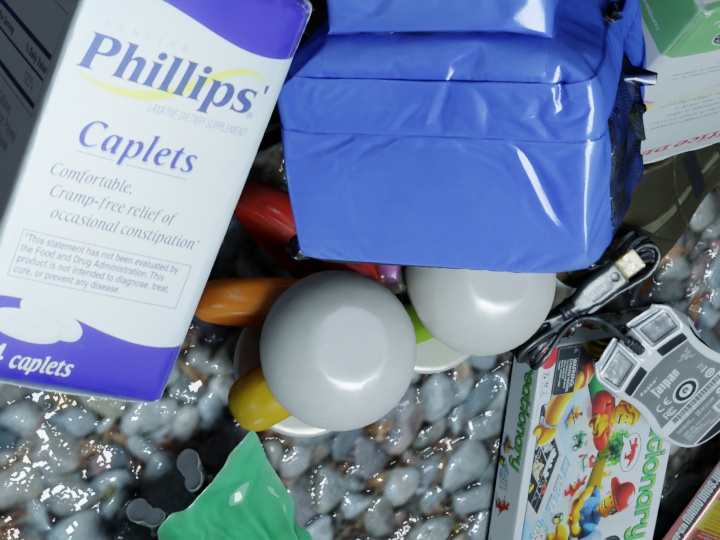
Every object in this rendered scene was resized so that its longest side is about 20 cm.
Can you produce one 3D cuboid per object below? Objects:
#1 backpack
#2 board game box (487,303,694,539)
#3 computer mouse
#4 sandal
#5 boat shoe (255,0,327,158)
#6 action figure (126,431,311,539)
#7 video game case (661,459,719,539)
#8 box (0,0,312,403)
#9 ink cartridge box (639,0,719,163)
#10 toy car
[{"bbox_3d":[0.064,-0.106,0.764,0.161,0.200,0.169,8,119,15],"label":"backpack"},{"bbox_3d":[0.155,0.126,1.102,0.125,0.035,0.201,-8,118,-27],"label":"board game box"},{"bbox_3d":[0.180,0.053,1.025,0.110,0.044,0.200,-46,133,6],"label":"computer mouse"},{"bbox_3d":[0.182,-0.063,1.015,0.200,0.054,0.082,-47,135,-19],"label":"sandal"},{"bbox_3d":[-0.029,-0.107,0.862,0.200,0.063,0.074,-24,122,-22],"label":"boat shoe"},{"bbox_3d":[-0.068,0.187,0.996,0.118,0.055,0.200,-42,134,-6],"label":"action figure"},{"bbox_3d":[0.276,0.192,1.194,0.201,0.017,0.143,-56,142,5],"label":"video game case"},{"bbox_3d":[-0.131,-0.072,0.745,0.104,0.184,0.201,13,108,-32],"label":"box"},{"bbox_3d":[0.189,-0.138,0.889,0.144,0.088,0.200,-16,161,-21],"label":"ink cartridge box"},{"bbox_3d":[0.000,0.000,0.893,0.199,0.175,0.151,-26,88,-15],"label":"toy car"}]
